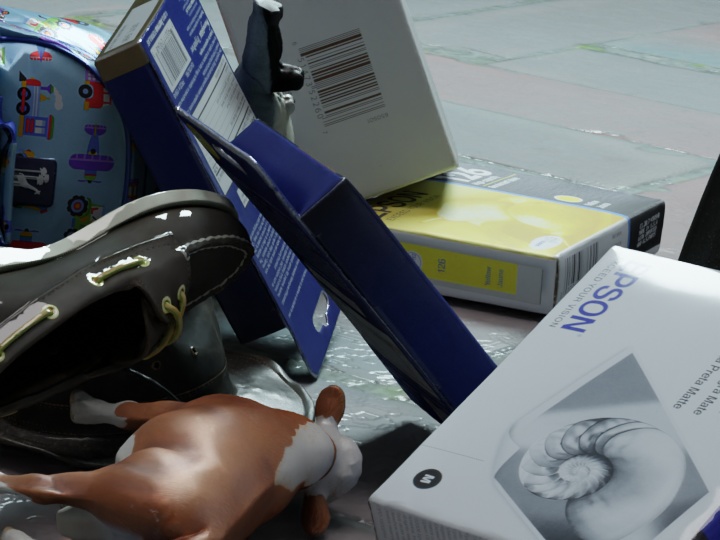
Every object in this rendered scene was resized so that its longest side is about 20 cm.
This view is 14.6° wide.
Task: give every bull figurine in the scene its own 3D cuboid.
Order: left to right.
[{"bbox_3d":[-0.077,0.087,1.163,0.121,0.065,0.200,1,7,16],"label":"bull figurine"}]

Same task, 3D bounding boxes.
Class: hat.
[{"bbox_3d":[-0.118,0.030,1.336,0.200,0.081,0.201,4,13,-1],"label":"hat"}]

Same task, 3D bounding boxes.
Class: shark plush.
[{"bbox_3d":[-0.078,-0.061,1.538,0.083,0.200,0.091,4,57,-23],"label":"shark plush"}]

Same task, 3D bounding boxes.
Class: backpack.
[{"bbox_3d":[-0.198,-0.049,1.424,0.200,0.183,0.135,8,5,-4],"label":"backpack"}]

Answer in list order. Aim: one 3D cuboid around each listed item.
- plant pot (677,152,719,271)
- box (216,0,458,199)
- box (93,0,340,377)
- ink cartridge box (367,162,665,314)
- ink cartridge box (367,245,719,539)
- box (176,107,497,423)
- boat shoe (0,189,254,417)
[{"bbox_3d":[0.244,0.010,1.335,0.200,0.178,0.199,7,14,16],"label":"plant pot"},{"bbox_3d":[-0.013,-0.124,1.727,0.106,0.153,0.200,-19,5,3],"label":"box"},{"bbox_3d":[-0.069,-0.046,1.451,0.032,0.200,0.121,-23,18,16],"label":"box"},{"bbox_3d":[0.059,-0.026,1.688,0.200,0.047,0.198,13,17,21],"label":"ink cartridge box"},{"bbox_3d":[0.138,0.075,1.165,0.200,0.041,0.200,15,43,35],"label":"ink cartridge box"},{"bbox_3d":[0.000,0.000,1.288,0.032,0.200,0.121,-43,26,-5],"label":"box"},{"bbox_3d":[-0.114,0.018,1.217,0.201,0.072,0.061,-20,56,-45],"label":"boat shoe"}]
